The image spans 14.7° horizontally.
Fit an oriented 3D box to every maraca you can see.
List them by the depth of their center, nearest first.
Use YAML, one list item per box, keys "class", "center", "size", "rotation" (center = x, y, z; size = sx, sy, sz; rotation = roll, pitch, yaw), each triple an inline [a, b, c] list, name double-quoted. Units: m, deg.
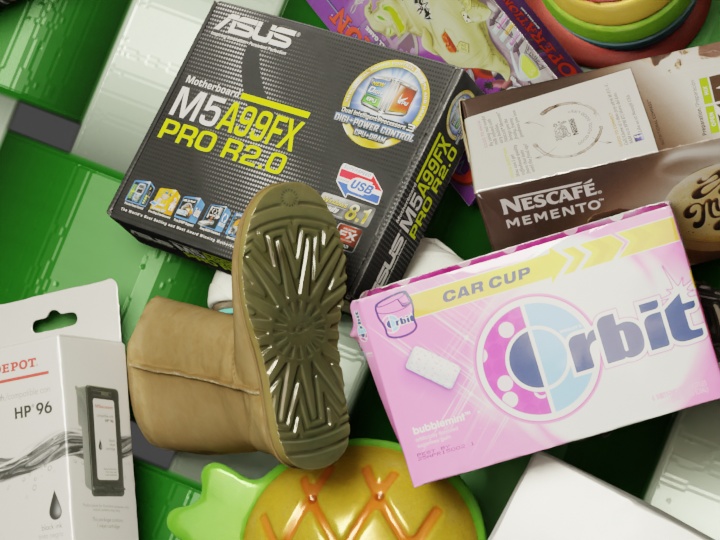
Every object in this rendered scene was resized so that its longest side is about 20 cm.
- class: "maraca"
  center: [-0.021, 0.171, 1.693]
  size: [0.199, 0.107, 0.138]
  rotation: [-3, 81, 13]

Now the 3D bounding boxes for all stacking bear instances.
- class: "stacking bear"
  center: [0.147, -0.196, 1.670]
  size: [0.114, 0.200, 0.122]
  rotation: [30, 88, 16]

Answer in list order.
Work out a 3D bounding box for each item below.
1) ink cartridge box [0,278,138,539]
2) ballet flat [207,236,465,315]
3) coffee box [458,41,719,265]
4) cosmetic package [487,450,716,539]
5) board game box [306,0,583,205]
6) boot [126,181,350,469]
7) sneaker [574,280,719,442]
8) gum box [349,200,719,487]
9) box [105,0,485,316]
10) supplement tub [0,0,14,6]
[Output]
- class: "ink cartridge box"
  center: [-0.206, 0.109, 1.748]
  size: [0.116, 0.068, 0.201]
  rotation: [-13, 77, 33]
- class: "ballet flat"
  center: [0.000, 0.000, 1.744]
  size: [0.199, 0.069, 0.070]
  rotation: [-1, 80, 16]
- class: "coffee box"
  center: [0.169, -0.061, 1.672]
  size: [0.199, 0.113, 0.080]
  rotation: [-12, 50, 6]
- class: "cosmetic package"
  center: [0.176, 0.189, 1.647]
  size: [0.200, 0.107, 0.090]
  rotation: [25, 86, 17]
- class: "board game box"
  center: [0.044, -0.153, 1.743]
  size: [0.200, 0.032, 0.120]
  rotation: [52, 137, 16]
- class: "boot"
  center: [-0.083, 0.032, 1.675]
  size: [0.066, 0.200, 0.176]
  rotation: [-4, 95, -29]
- class: "sneaker"
  center: [0.154, 0.061, 1.695]
  size: [0.199, 0.079, 0.074]
  rotation: [-11, 42, 7]
- class: "gum box"
  center: [0.100, 0.043, 1.615]
  size: [0.199, 0.066, 0.114]
  rotation: [-17, 93, 6]
- class: "box"
  center: [-0.041, -0.070, 1.732]
  size: [0.200, 0.044, 0.161]
  rotation: [19, 77, 33]
- class: "supplement tub"
  center: [-0.228, -0.239, 1.804]
  size: [0.199, 0.123, 0.123]
  rotation: [-23, 76, 7]
